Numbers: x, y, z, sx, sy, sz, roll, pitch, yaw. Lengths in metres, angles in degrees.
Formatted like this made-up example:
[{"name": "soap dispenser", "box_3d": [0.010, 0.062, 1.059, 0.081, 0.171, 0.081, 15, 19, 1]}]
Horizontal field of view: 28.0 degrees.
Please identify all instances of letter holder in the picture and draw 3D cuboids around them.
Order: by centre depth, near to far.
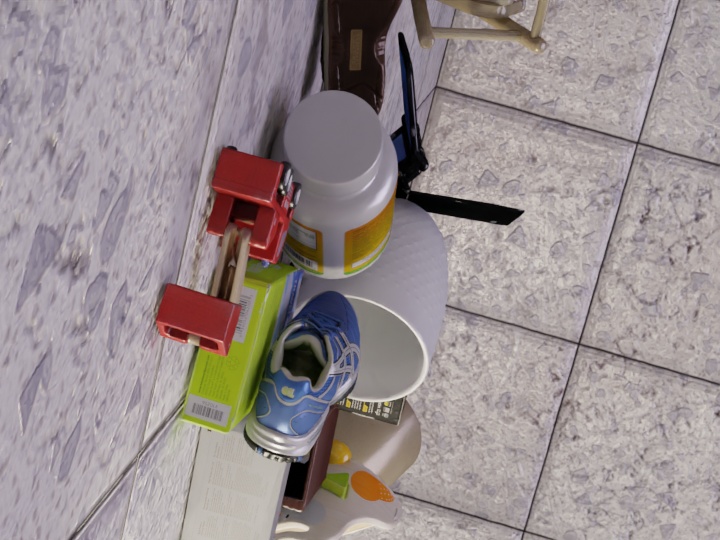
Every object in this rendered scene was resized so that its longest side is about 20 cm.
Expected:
[{"name": "letter holder", "box_3d": [-0.075, 0.139, 1.416, 0.200, 0.099, 0.144, -4, 107, -86]}]

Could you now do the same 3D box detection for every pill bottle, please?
[{"name": "pill bottle", "box_3d": [-0.023, -0.075, 1.246, 0.200, 0.109, 0.113, 94, 13, -71]}]

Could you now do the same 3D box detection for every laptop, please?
[{"name": "laptop", "box_3d": [0.075, -0.121, 1.514, 0.202, 0.102, 0.177, 64, -2, 3]}]

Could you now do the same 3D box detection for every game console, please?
[{"name": "game console", "box_3d": [0.020, -0.174, 1.741, 0.175, 0.117, 0.200, -37, -164, 11]}]

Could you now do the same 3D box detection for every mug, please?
[{"name": "mug", "box_3d": [0.000, 0.000, 1.438, 0.147, 0.200, 0.177, -29, -152, 38]}]

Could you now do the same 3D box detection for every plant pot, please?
[{"name": "plant pot", "box_3d": [-0.036, 0.272, 2.066, 0.200, 0.185, 0.189, -47, 155, -50]}]

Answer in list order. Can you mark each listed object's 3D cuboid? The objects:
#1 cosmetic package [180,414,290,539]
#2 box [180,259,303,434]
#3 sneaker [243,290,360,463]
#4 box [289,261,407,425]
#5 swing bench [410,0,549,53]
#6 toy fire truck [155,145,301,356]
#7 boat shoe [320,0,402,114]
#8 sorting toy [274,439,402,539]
[{"name": "cosmetic package", "box_3d": [-0.115, 0.219, 1.298, 0.051, 0.081, 0.203, -70, 175, -65]}, {"name": "box", "box_3d": [-0.094, 0.056, 1.201, 0.200, 0.047, 0.124, -37, 143, -84]}, {"name": "sneaker", "box_3d": [-0.036, 0.072, 1.197, 0.201, 0.075, 0.078, -70, 178, -56]}, {"name": "box", "box_3d": [-0.014, 0.081, 1.611, 0.201, 0.157, 0.050, 99, 8, -49]}, {"name": "swing bench", "box_3d": [0.096, -0.331, 1.311, 0.201, 0.128, 0.201, -122, -142, -50]}, {"name": "toy fire truck", "box_3d": [-0.089, -0.011, 1.024, 0.200, 0.048, 0.143, 73, 33, -84]}, {"name": "boat shoe", "box_3d": [-0.005, -0.237, 1.302, 0.075, 0.074, 0.205, -112, -150, -58]}, {"name": "sorting toy", "box_3d": [-0.075, 0.269, 1.521, 0.180, 0.198, 0.108, -49, 118, -74]}]
